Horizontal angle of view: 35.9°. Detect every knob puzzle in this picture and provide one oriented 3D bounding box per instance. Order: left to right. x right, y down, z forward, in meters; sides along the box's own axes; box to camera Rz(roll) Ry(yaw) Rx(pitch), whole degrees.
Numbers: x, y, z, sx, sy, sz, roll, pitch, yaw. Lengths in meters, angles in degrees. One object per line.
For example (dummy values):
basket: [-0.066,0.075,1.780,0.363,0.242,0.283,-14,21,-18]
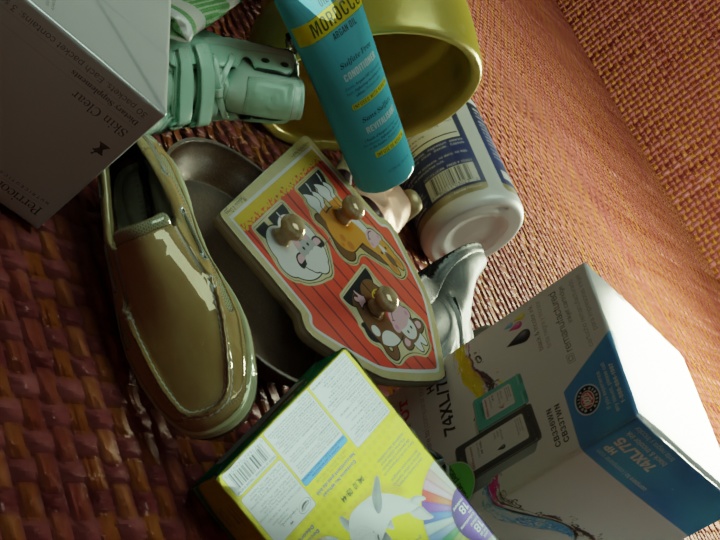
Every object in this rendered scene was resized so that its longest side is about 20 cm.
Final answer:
knob puzzle: [0.000,0.000,0.808,0.219,0.030,0.222,37,32,-27]

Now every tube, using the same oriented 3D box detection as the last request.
tube: [-0.012,-0.153,0.830,0.078,0.050,0.202,-47,131,-31]

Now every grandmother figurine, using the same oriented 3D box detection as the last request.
grandmother figurine: [0.003,-0.039,0.960,0.122,0.060,0.200,55,25,-4]

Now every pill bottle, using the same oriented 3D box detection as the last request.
pill bottle: [0.085,-0.116,1.156,0.110,0.110,0.202,26,37,-50]

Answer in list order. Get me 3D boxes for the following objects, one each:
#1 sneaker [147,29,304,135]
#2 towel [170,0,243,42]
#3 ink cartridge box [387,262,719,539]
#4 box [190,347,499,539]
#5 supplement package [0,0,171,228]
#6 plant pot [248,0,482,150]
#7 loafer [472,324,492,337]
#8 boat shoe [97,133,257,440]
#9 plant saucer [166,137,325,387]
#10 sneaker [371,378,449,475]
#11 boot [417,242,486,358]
sneaker: [-0.101,-0.132,0.781,0.116,0.075,0.201,11,22,8]
towel: [-0.159,-0.216,0.813,0.150,0.024,0.200,19,24,2]
ink cartridge box: [0.139,0.132,0.813,0.146,0.199,0.148,37,28,-33]
box: [0.010,0.160,0.638,0.201,0.048,0.117,51,57,-4]
supplement package: [-0.212,-0.155,0.606,0.199,0.110,0.157,39,27,-34]
plant pot: [-0.008,-0.234,0.967,0.200,0.199,0.192,19,54,-55]
loafer: [0.157,0.142,1.015,0.063,0.071,0.202,33,28,-56]
boat shoe: [-0.116,-0.002,0.625,0.077,0.071,0.202,76,-12,-59]
plant saucer: [-0.076,0.001,0.773,0.200,0.034,0.202,43,25,-26]
sneaker: [0.027,0.157,0.707,0.201,0.081,0.077,56,23,0]
boot: [0.086,0.060,0.994,0.133,0.069,0.200,57,34,-1]
